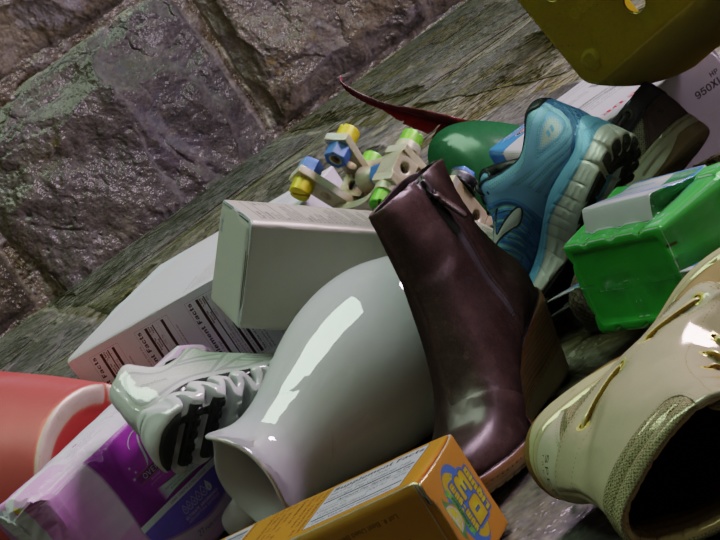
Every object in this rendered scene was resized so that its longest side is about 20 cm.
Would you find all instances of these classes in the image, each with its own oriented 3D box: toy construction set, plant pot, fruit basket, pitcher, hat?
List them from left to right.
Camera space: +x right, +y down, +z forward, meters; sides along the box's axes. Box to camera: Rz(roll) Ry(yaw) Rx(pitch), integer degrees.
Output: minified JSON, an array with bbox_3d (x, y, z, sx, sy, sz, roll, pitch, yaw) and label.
[{"bbox_3d":[-0.251,0.167,1.486,0.177,0.201,0.200,-11,23,39],"label":"plant pot"},{"bbox_3d":[-0.017,0.092,1.306,0.200,0.121,0.172,-44,-8,-25],"label":"pitcher"},{"bbox_3d":[0.050,-0.040,1.535,0.131,0.200,0.093,-6,63,42],"label":"toy construction set"},{"bbox_3d":[0.090,-0.128,1.738,0.199,0.177,0.166,-30,11,22],"label":"hat"},{"bbox_3d":[0.191,-0.237,1.304,0.200,0.200,0.176,-40,-1,40],"label":"plant pot"},{"bbox_3d":[0.228,-0.040,1.179,0.200,0.094,0.185,-35,10,-25],"label":"fruit basket"}]

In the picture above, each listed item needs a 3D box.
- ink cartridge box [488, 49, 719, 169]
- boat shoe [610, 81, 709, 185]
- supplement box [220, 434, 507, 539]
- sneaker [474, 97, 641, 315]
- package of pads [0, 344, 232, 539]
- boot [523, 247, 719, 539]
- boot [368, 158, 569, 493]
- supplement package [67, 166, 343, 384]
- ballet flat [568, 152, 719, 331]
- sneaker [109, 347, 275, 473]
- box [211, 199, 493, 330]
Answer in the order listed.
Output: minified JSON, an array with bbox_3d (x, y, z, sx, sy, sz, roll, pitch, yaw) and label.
[{"bbox_3d":[0.204,-0.101,1.529,0.144,0.084,0.200,-36,11,-8],"label":"ink cartridge box"},{"bbox_3d":[0.165,-0.055,1.380,0.072,0.065,0.200,-20,-22,-48],"label":"boat shoe"},{"bbox_3d":[-0.018,0.165,1.082,0.199,0.067,0.069,-27,10,32],"label":"supplement box"},{"bbox_3d":[0.118,-0.035,1.327,0.078,0.090,0.201,-26,-32,-46],"label":"sneaker"},{"bbox_3d":[-0.154,0.155,1.380,0.075,0.121,0.200,-22,17,48],"label":"package of pads"},{"bbox_3d":[0.181,0.054,0.950,0.200,0.073,0.155,-37,10,-6],"label":"boot"},{"bbox_3d":[0.047,0.038,1.166,0.072,0.167,0.200,-27,13,33],"label":"boot"},{"bbox_3d":[-0.088,0.051,1.568,0.199,0.147,0.191,-28,12,29],"label":"supplement package"},{"bbox_3d":[0.206,-0.032,1.323,0.200,0.046,0.067,-40,12,-28],"label":"ballet flat"},{"bbox_3d":[-0.089,0.082,1.363,0.081,0.076,0.199,32,24,35],"label":"sneaker"},{"bbox_3d":[0.000,0.000,1.401,0.199,0.078,0.095,4,11,-17],"label":"box"}]
